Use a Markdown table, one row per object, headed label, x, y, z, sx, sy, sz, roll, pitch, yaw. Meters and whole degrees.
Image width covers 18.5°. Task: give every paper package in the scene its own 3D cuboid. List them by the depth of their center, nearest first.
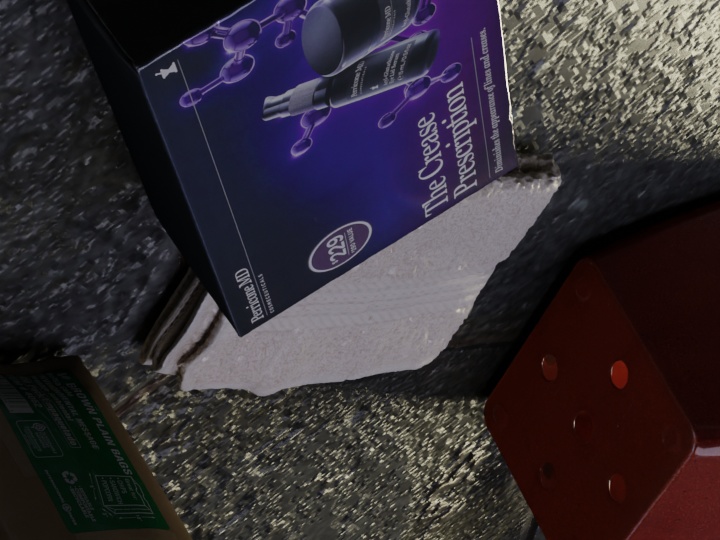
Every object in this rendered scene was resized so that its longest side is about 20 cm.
| label | x | y | z | sx | sy | sz | roll | pitch | yaw |
| --- | --- | --- | --- | --- | --- | --- | --- | --- | --- |
| paper package | -0.154 | 0.164 | 0.917 | 0.103 | 0.200 | 0.191 | 7 | 131 | -52 |

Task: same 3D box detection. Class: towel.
| label | x | y | z | sx | sy | sz | roll | pitch | yaw |
| --- | --- | --- | --- | --- | --- | --- | --- | --- | --- |
| towel | 0.000 | 0.000 | 1.022 | 0.200 | 0.035 | 0.133 | -6 | 140 | -45 |

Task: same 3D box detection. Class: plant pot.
| label | x | y | z | sx | sy | sz | roll | pitch | yaw |
| --- | --- | --- | --- | --- | --- | --- | --- | --- | --- |
| plant pot | 0.189 | 0.084 | 1.216 | 0.176 | 0.200 | 0.200 | -1 | 137 | -33 |

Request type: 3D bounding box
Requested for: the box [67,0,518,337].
| label | x | y | z | sx | sy | sz | roll | pitch | yaw |
| --- | --- | --- | --- | --- | --- | --- | --- | --- | --- |
| box | -0.022 | -0.079 | 0.829 | 0.141 | 0.079 | 0.200 | -30 | 152 | -8 |
